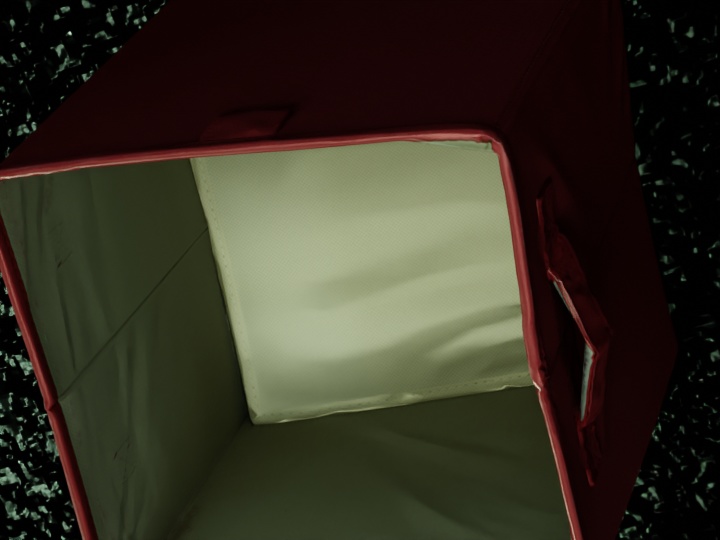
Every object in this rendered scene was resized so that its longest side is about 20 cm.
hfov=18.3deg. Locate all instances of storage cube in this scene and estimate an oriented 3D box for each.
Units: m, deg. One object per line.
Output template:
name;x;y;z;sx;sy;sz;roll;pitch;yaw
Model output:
storage cube;0.000;0.000;0.771;0.198;0.180;0.172;-4;115;21
